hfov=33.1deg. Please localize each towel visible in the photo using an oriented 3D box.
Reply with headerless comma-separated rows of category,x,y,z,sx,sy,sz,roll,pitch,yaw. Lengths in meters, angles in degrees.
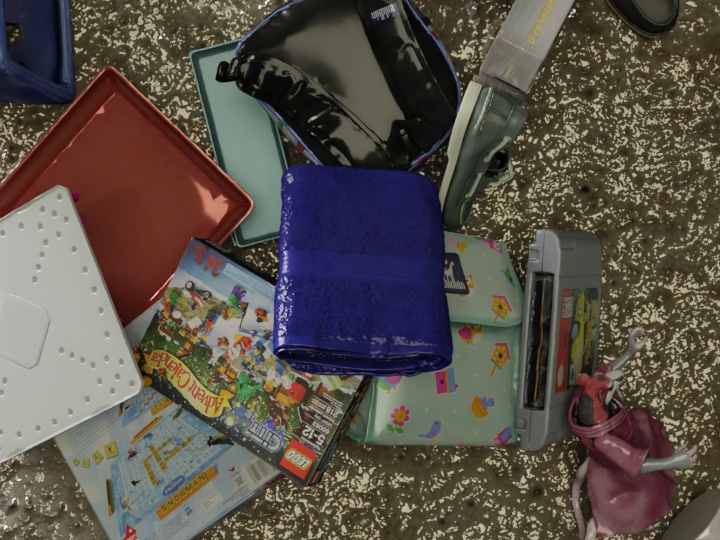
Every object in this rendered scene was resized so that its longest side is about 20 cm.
towel,0.000,0.000,1.030,0.147,0.050,0.201,5,53,-7

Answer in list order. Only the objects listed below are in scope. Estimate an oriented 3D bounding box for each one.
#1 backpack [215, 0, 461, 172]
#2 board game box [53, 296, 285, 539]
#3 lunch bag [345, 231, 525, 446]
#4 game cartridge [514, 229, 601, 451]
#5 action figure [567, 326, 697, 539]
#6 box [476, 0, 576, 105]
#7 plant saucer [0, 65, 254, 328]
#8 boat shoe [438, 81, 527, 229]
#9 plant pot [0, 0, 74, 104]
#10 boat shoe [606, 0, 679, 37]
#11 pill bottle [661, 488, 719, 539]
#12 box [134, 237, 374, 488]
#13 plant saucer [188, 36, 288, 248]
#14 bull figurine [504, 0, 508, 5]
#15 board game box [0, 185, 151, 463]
backpack,-0.001,-0.172,1.138,0.200,0.154,0.191,-37,84,8
board game box,-0.183,0.150,1.134,0.200,0.041,0.200,-36,78,17
lunch bag,0.061,0.058,1.126,0.169,0.122,0.202,6,88,-27
game cartridge,0.190,0.062,1.143,0.041,0.133,0.202,5,94,25
action figure,0.229,0.151,1.127,0.148,0.200,0.134,-25,44,16
box,0.159,-0.223,1.113,0.048,0.200,0.159,27,88,3
plant saucer,-0.236,-0.060,1.184,0.200,0.037,0.200,43,95,1
boat shoe,0.110,-0.094,1.116,0.061,0.200,0.073,17,60,7
plant pot,-0.383,-0.257,1.119,0.178,0.200,0.202,-4,90,6
boat shoe,0.262,-0.327,1.186,0.073,0.063,0.203,-20,91,-2
pill bottle,0.386,0.306,1.148,0.200,0.113,0.113,43,89,0
box,-0.091,0.078,1.060,0.199,0.038,0.137,29,97,17
plant saucer,-0.112,-0.127,1.202,0.069,0.019,0.201,-14,88,0
bull figurine,0.072,-0.311,1.160,0.199,0.121,0.066,14,90,6
board game box,-0.303,0.054,1.104,0.199,0.026,0.201,-27,81,21
